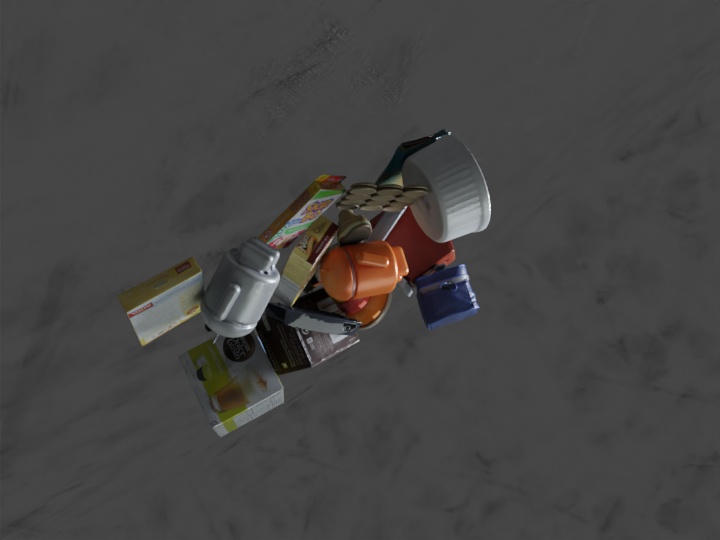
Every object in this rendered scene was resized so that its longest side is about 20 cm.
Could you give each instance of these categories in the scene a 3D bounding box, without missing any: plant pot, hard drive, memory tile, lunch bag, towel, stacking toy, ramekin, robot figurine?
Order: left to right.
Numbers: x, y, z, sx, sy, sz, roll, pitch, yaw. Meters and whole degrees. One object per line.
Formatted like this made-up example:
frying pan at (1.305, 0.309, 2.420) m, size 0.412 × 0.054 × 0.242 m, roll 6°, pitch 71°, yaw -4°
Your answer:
robot figurine at (-0.223, 0.039, 1.213) m, size 0.201 × 0.112 × 0.170 m, roll -60°, pitch 175°, yaw 17°
hard drive at (-0.112, 0.111, 1.512) m, size 0.198 × 0.043 × 0.134 m, roll 12°, pitch 180°, yaw -33°
stacking toy at (-0.034, 0.039, 1.563) m, size 0.146 × 0.147 × 0.199 m, roll -40°, pitch 128°, yaw 23°
robot figurine at (0.000, -0.001, 1.390) m, size 0.198 × 0.118 × 0.144 m, roll -10°, pitch -158°, yaw -22°
memory tile at (0.038, -0.142, 1.282) m, size 0.151 × 0.017 × 0.200 m, roll 1°, pitch 174°, yaw -13°
towel at (0.091, -0.214, 1.383) m, size 0.146 × 0.022 × 0.200 m, roll -26°, pitch 166°, yaw -35°
plant pot at (0.136, -0.071, 1.664) m, size 0.199 × 0.177 × 0.200 m, roll -35°, pitch 168°, yaw 2°
ramekin at (0.161, -0.154, 1.296) m, size 0.097 × 0.202 × 0.201 m, roll -24°, pitch 165°, yaw -13°
lunch bag at (0.205, 0.057, 1.613) m, size 0.134 × 0.134 × 0.200 m, roll -18°, pitch 168°, yaw 1°

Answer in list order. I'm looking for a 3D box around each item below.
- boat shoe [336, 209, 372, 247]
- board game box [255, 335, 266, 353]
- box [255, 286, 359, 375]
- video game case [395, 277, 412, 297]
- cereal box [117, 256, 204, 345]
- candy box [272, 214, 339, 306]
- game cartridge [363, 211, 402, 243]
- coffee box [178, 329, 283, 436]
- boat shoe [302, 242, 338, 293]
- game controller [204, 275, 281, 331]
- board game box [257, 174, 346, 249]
boat shoe at (-0.026, -0.095, 1.395) m, size 0.071 × 0.077 × 0.200 m, roll -14°, pitch 173°, yaw -13°
board game box at (-0.369, 0.268, 1.917) m, size 0.199 × 0.037 × 0.151 m, roll -33°, pitch 167°, yaw -9°
box at (-0.141, 0.152, 1.681) m, size 0.163 × 0.168 × 0.199 m, roll -25°, pitch -179°, yaw -37°
video game case at (0.051, -0.005, 1.684) m, size 0.022 × 0.181 × 0.200 m, roll -53°, pitch 167°, yaw -3°
cereal box at (-0.352, 0.059, 1.192) m, size 0.143 × 0.040 × 0.200 m, roll -31°, pitch 166°, yaw -22°
candy box at (-0.118, -0.018, 1.389) m, size 0.116 × 0.055 × 0.200 m, roll -57°, pitch 180°, yaw -33°
game cartridge at (0.046, -0.087, 1.514) m, size 0.201 × 0.041 × 0.133 m, roll -56°, pitch -177°, yaw 5°
coffee box at (-0.322, 0.279, 1.680) m, size 0.196 × 0.201 × 0.200 m, roll -27°, pitch 165°, yaw -15°
boat shoe at (-0.105, 0.013, 1.603) m, size 0.200 × 0.063 × 0.073 m, roll -36°, pitch 167°, yaw 5°
game controller at (-0.259, 0.072, 1.476) m, size 0.199 × 0.042 × 0.104 m, roll -36°, pitch 167°, yaw 5°
board game box at (-0.109, -0.108, 1.245) m, size 0.200 × 0.030 × 0.095 m, roll -44°, pitch 165°, yaw 25°
